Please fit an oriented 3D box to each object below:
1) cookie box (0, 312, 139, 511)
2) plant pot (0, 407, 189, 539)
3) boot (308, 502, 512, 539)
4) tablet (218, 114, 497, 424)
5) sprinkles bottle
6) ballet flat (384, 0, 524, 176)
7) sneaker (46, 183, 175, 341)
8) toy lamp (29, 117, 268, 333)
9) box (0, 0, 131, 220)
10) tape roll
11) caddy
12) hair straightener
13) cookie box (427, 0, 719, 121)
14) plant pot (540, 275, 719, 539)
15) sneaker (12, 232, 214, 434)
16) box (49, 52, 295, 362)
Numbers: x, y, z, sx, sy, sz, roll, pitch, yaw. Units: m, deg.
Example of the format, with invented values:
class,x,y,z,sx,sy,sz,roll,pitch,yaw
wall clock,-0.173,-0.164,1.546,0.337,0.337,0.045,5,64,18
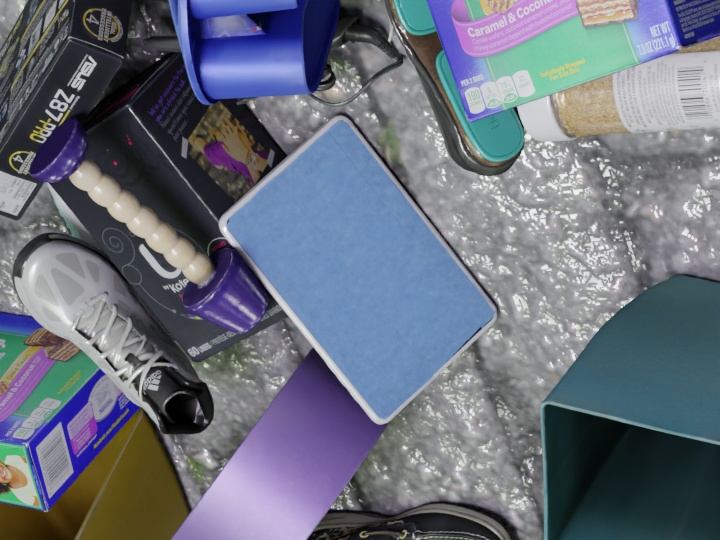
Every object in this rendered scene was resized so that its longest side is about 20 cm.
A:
class,x,y,z,sx,sy,sz,roll,pitch,yaw
cookie box,-0.309,0.112,1.898,0.199,0.171,0.076,7,124,26
plant pot,-0.255,0.261,1.974,0.199,0.201,0.177,-9,131,35
boot,0.014,0.264,1.831,0.202,0.154,0.074,-5,121,33
tablet,0.000,0.000,1.670,0.200,0.130,0.014,51,166,-12
sprinkles bottle,0.203,-0.124,1.485,0.199,0.068,0.069,-2,122,32
ballet flat,0.052,-0.157,1.538,0.068,0.068,0.202,-17,91,71
sneaker,-0.207,-0.016,1.806,0.082,0.074,0.201,-21,111,34
toy lamp,-0.147,-0.026,1.608,0.200,0.058,0.058,41,136,-22
box,-0.223,-0.157,1.648,0.049,0.162,0.200,19,137,-21
tape roll,-0.064,0.165,1.771,0.085,0.200,0.200,37,134,1
caddy,-0.077,-0.199,1.515,0.104,0.201,0.142,0,126,10
hair straightener,-0.066,-0.154,1.632,0.198,0.041,0.078,10,95,15
cookie box,0.117,-0.217,1.412,0.170,0.075,0.201,-17,94,39
plant pot,0.227,0.101,1.549,0.140,0.200,0.142,13,129,23
sneaker,-0.176,0.053,1.724,0.201,0.076,0.115,47,171,-34
box,-0.126,-0.051,1.710,0.122,0.106,0.200,-28,106,41
